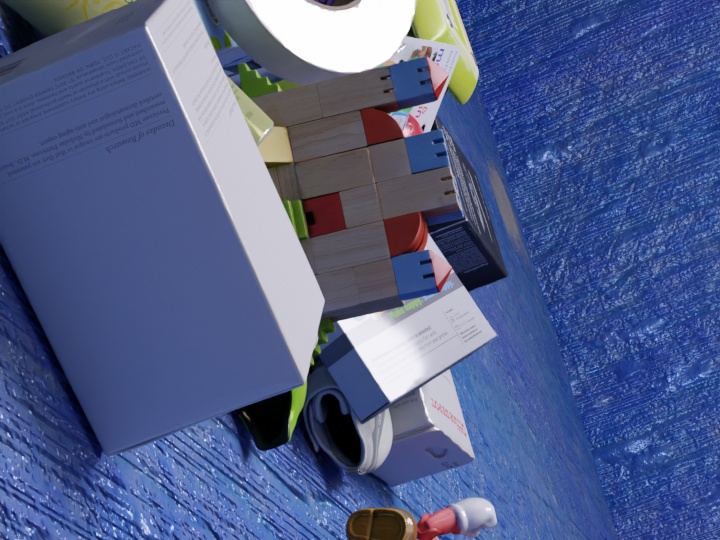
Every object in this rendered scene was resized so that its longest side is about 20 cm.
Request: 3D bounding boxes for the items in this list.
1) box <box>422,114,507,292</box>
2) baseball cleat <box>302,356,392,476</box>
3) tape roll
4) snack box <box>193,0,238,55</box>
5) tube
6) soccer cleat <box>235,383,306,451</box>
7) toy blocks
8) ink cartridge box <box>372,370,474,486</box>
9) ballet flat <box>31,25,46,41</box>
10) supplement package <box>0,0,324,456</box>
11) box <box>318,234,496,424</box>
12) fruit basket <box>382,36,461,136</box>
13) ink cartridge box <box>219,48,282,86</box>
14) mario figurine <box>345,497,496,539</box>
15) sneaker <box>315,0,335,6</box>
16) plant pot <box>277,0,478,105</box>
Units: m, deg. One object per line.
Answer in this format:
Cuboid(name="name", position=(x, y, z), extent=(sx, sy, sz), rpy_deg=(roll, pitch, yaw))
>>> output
Cuboid(name="box", position=(0.080, -0.068, 1.937), extent=(0.200, 0.104, 0.149), rpy_deg=(48, 24, -63))
Cuboid(name="baseball cleat", position=(-0.021, 0.059, 1.318), extent=(0.106, 0.069, 0.201), rpy_deg=(6, 63, -78))
Cuboid(name="tape roll", position=(-0.039, -0.234, 1.235), extent=(0.202, 0.037, 0.205), rpy_deg=(15, 69, -42))
Cuboid(name="snack box", position=(-0.157, -0.238, 1.201), extent=(0.169, 0.067, 0.201), rpy_deg=(-54, 125, -77))
Cuboid(name="tube", position=(-0.136, -0.132, 0.957), extent=(0.200, 0.052, 0.058), rpy_deg=(44, 17, -9))
Cuboid(name="soccer cleat", position=(-0.082, 0.026, 1.103), extent=(0.081, 0.067, 0.201), rpy_deg=(-90, 160, -57))
Cuboid(name="toy blocks", position=(0.006, -0.051, 1.132), extent=(0.100, 0.136, 0.202), rpy_deg=(54, 25, -78))
Cuboid(name="ink cartridge box", position=(0.019, 0.068, 1.455), extent=(0.145, 0.083, 0.201), rpy_deg=(44, 28, -65))
Cuboid(name="ballet flat", position=(-0.153, -0.119, 1.005), extent=(0.072, 0.072, 0.202), rpy_deg=(6, 64, -77))
Cuboid(name="supplement package", position=(-0.113, -0.028, 0.900), extent=(0.121, 0.119, 0.201), rpy_deg=(-79, 147, -71))
Cuboid(name="box", position=(0.000, 0.000, 1.313), extent=(0.156, 0.041, 0.201), rpy_deg=(-26, 79, -50))
Cuboid(name="fruit basket", position=(0.019, -0.117, 1.517), extent=(0.093, 0.186, 0.199), rpy_deg=(29, 15, 32))
Cuboid(name="ink cartridge box", position=(-0.106, -0.239, 1.397), extent=(0.200, 0.085, 0.147), rpy_deg=(3, 67, -76))
Cuboid(name="mario figurine", position=(0.052, 0.230, 1.256), extent=(0.106, 0.123, 0.200), rpy_deg=(60, 11, 24))
Cuboid(name="sneaker", position=(-0.041, -0.260, 1.319), extent=(0.081, 0.083, 0.201), rpy_deg=(-89, 154, -60))
Cuboid(name="plant pot", position=(0.002, -0.239, 1.673), extent=(0.199, 0.180, 0.201), rpy_deg=(38, 33, -69))
